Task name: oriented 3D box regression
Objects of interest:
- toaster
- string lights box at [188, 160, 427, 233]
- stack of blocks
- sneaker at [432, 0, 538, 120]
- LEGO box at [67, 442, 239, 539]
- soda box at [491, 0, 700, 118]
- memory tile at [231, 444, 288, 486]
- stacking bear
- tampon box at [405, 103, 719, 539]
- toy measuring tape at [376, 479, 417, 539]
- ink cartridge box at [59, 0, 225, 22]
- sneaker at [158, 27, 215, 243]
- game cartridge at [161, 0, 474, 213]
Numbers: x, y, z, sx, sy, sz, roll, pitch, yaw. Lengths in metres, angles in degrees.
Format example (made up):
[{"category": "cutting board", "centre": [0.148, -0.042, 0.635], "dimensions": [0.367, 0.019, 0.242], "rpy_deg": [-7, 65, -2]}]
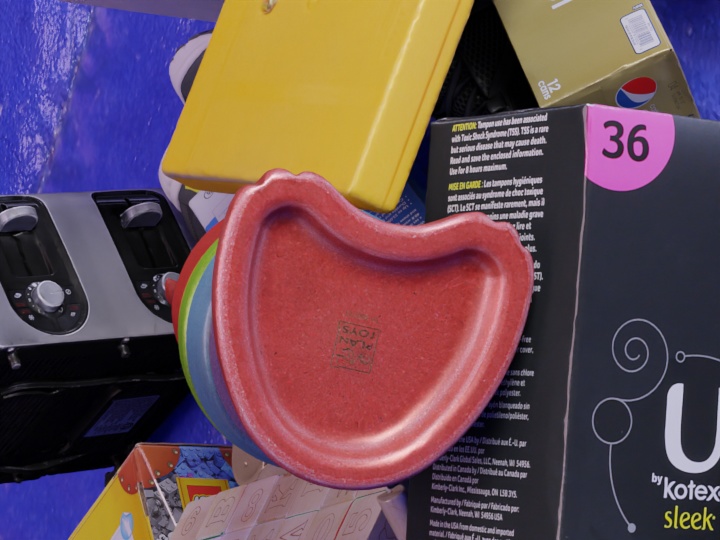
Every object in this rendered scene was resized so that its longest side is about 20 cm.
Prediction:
[{"category": "toaster", "centre": [-0.185, 0.041, 1.627], "dimensions": [0.200, 0.180, 0.119], "rpy_deg": [-48, 56, 44]}, {"category": "string lights box", "centre": [0.000, 0.000, 1.401], "dimensions": [0.103, 0.059, 0.200], "rpy_deg": [-43, 42, 9]}, {"category": "stack of blocks", "centre": [0.001, 0.146, 1.315], "dimensions": [0.200, 0.115, 0.059], "rpy_deg": [-22, 36, 55]}, {"category": "sneaker", "centre": [0.043, -0.087, 1.328], "dimensions": [0.076, 0.114, 0.200], "rpy_deg": [-54, 44, 45]}, {"category": "LEGO box", "centre": [-0.117, 0.212, 1.594], "dimensions": [0.200, 0.077, 0.150], "rpy_deg": [-52, 43, 44]}, {"category": "soda box", "centre": [0.085, -0.139, 1.280], "dimensions": [0.064, 0.068, 0.201], "rpy_deg": [-24, 54, 6]}, {"category": "memory tile", "centre": [-0.026, 0.073, 1.487], "dimensions": [0.154, 0.017, 0.200], "rpy_deg": [-60, 30, 32]}, {"category": "stacking bear", "centre": [-0.025, 0.019, 1.150], "dimensions": [0.200, 0.121, 0.114], "rpy_deg": [-163, 86, -74]}, {"category": "tampon box", "centre": [0.113, 0.042, 1.144], "dimensions": [0.126, 0.149, 0.201], "rpy_deg": [0, 85, 62]}, {"category": "toy measuring tape", "centre": [0.070, 0.049, 1.233], "dimensions": [0.074, 0.073, 0.200], "rpy_deg": [-62, -5, 35]}, {"category": "ink cartridge box", "centre": [-0.052, -0.202, 1.420], "dimensions": [0.084, 0.199, 0.147], "rpy_deg": [-27, 62, 56]}, {"category": "sneaker", "centre": [-0.057, -0.064, 1.528], "dimensions": [0.200, 0.074, 0.085], "rpy_deg": [104, 144, -62]}, {"category": "game cartridge", "centre": [-0.008, -0.114, 1.253], "dimensions": [0.200, 0.032, 0.177], "rpy_deg": [11, 79, 62]}]
